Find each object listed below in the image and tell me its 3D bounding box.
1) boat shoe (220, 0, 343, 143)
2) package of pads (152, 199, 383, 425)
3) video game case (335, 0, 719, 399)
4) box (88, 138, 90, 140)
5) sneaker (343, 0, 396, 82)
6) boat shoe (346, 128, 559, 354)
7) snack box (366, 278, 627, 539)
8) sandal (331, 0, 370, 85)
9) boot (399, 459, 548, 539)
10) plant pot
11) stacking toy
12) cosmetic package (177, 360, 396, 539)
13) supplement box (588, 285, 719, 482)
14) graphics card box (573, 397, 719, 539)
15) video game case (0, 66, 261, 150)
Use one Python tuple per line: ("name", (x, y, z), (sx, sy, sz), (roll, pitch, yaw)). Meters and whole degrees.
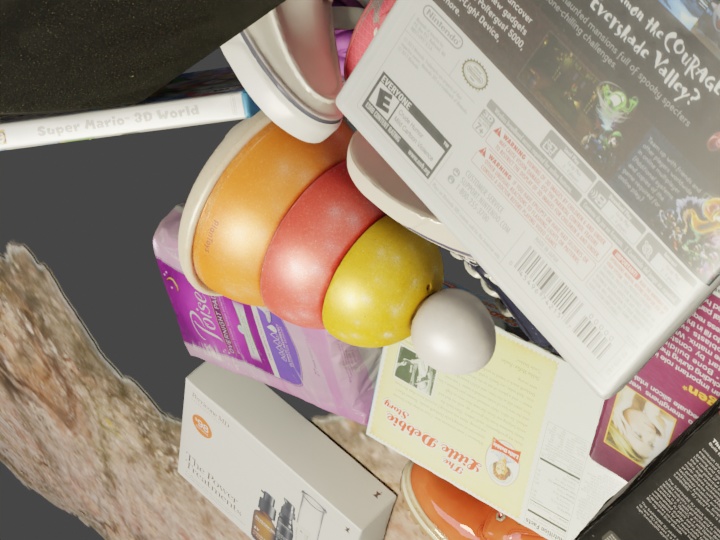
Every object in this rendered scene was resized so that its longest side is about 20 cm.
("boat shoe", (-0.045, -0.172, 0.812), (0.065, 0.071, 0.202), (-31, 69, 36))
("package of pads", (-0.055, 0.024, 1.045), (0.199, 0.075, 0.122), (18, 134, 40))
("video game case", (0.096, -0.074, 0.647), (0.200, 0.023, 0.182), (49, 128, 17))
("box", (-0.186, -0.214, 0.960), (0.164, 0.086, 0.200), (46, 147, 6))
("sneaker", (0.040, -0.131, 0.745), (0.074, 0.087, 0.200), (53, 138, -3))
("boat shoe", (0.079, -0.010, 0.831), (0.198, 0.075, 0.093), (27, 145, 14))
("snack box", (0.096, 0.091, 0.924), (0.199, 0.037, 0.118), (26, 115, 33))
("sandal", (-0.012, -0.131, 0.862), (0.202, 0.050, 0.083), (34, 144, 22))
("boot", (0.119, 0.166, 0.984), (0.199, 0.075, 0.108), (30, 139, 16))
("plant pot", (-0.141, -0.193, 0.730), (0.199, 0.177, 0.202), (-29, 65, 29))
("stacking toy", (0.000, 0.000, 0.880), (0.199, 0.146, 0.147), (38, 146, 24))
("cosmetic package", (-0.068, 0.181, 1.240), (0.199, 0.052, 0.152), (38, 142, 20))
("supplement box", (0.205, 0.039, 0.716), (0.130, 0.103, 0.201), (33, 142, 23))
("graphics card box", (0.186, 0.132, 0.689), (0.125, 0.051, 0.201), (43, 145, 11))
("video game case", (-0.146, -0.099, 0.878), (0.197, 0.143, 0.018), (-6, 105, 11))
